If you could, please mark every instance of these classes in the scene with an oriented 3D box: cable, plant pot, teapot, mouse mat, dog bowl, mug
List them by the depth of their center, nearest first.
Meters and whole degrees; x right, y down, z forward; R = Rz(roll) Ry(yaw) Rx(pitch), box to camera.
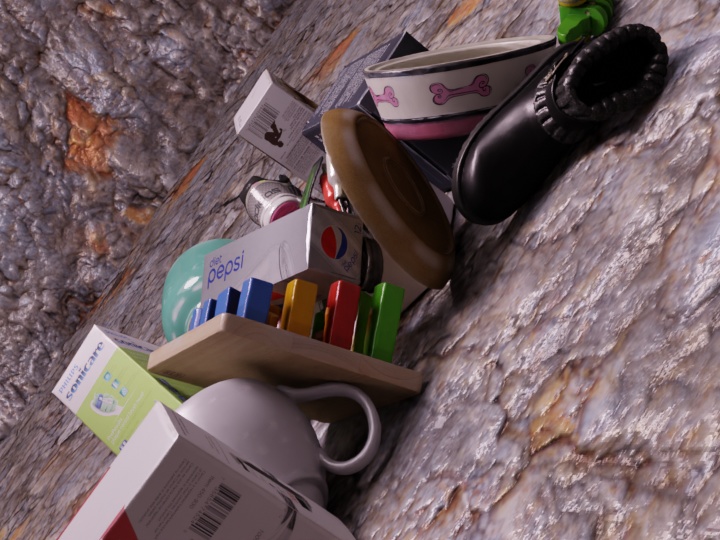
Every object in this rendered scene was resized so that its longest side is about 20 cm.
[{"bbox_3d":[-0.094,0.200,1.298,0.196,0.146,0.202,-16,-48,-46],"label":"teapot"},{"bbox_3d":[0.034,-0.075,1.411,0.027,0.200,0.201,-34,21,18],"label":"plant pot"},{"bbox_3d":[-0.016,-0.049,1.455,0.097,0.050,0.202,-53,27,40],"label":"cable"},{"bbox_3d":[0.104,-0.183,1.495,0.197,0.075,0.200,-9,12,2],"label":"dog bowl"},{"bbox_3d":[-0.074,-0.021,1.574,0.161,0.007,0.203,177,109,-84],"label":"mouse mat"},{"bbox_3d":[-0.160,0.041,1.832,0.185,0.151,0.115,-49,18,14],"label":"mug"}]

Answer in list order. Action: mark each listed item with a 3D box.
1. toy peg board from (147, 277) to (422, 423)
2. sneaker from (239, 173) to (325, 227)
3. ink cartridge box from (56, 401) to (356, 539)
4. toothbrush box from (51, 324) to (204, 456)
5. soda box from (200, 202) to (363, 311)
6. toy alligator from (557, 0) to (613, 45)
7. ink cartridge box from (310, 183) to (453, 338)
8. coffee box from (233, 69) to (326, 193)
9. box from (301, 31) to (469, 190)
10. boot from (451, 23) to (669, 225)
[{"bbox_3d":[-0.067,0.057,1.375,0.200,0.197,0.099,-27,48,59],"label":"toy peg board"},{"bbox_3d":[-0.081,-0.073,1.810,0.074,0.087,0.199,-53,-25,10],"label":"sneaker"},{"bbox_3d":[-0.118,0.223,1.177,0.147,0.199,0.083,-52,25,1],"label":"ink cartridge box"},{"bbox_3d":[-0.183,0.153,1.465,0.087,0.199,0.145,-55,-30,5],"label":"toothbrush box"},{"bbox_3d":[-0.079,-0.001,1.441,0.199,0.063,0.069,-22,59,50],"label":"soda box"},{"bbox_3d":[0.235,-0.283,1.536,0.053,0.060,0.201,-3,33,13],"label":"toy alligator"},{"bbox_3d":[0.000,0.000,1.555,0.200,0.084,0.145,-45,19,29],"label":"ink cartridge box"},{"bbox_3d":[-0.054,-0.154,1.840,0.080,0.199,0.113,-54,15,9],"label":"coffee box"},{"bbox_3d":[0.043,-0.165,1.674,0.105,0.147,0.200,-57,16,-16],"label":"box"},{"bbox_3d":[0.172,-0.130,1.324,0.212,0.079,0.158,-55,15,-4],"label":"boot"}]
